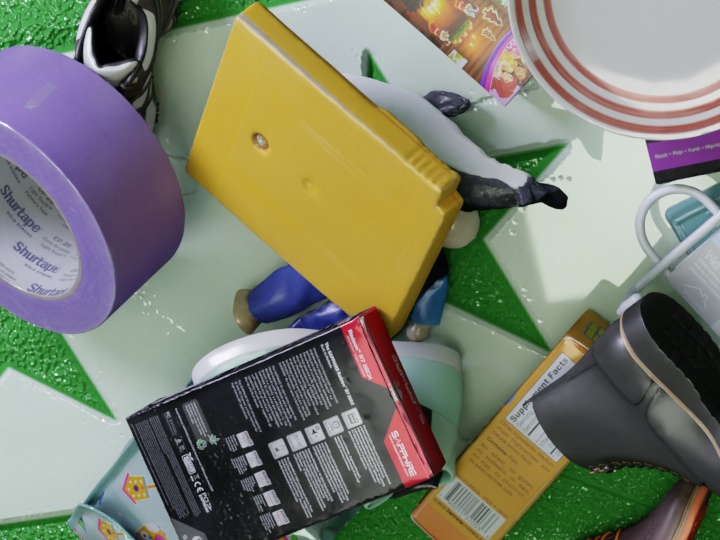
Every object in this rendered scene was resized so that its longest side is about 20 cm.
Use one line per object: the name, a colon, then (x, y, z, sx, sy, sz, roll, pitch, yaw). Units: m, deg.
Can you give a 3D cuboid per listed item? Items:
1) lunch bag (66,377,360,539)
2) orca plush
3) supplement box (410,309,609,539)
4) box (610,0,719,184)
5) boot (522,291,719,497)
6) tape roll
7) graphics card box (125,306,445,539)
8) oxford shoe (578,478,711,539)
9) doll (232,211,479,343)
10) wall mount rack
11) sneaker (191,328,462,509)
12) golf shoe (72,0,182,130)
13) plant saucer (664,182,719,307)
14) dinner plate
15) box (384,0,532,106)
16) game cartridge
lunch bag: (-0.119, 0.192, 1.829, 0.170, 0.122, 0.200, 44, 120, 2)
orca plush: (0.054, -0.071, 1.699, 0.199, 0.105, 0.071, 19, 132, 20)
supplement box: (0.124, 0.124, 1.756, 0.069, 0.067, 0.200, 42, 115, 3)
box: (0.246, -0.165, 1.610, 0.142, 0.036, 0.201, -10, 116, 15)
boot: (0.215, 0.128, 1.649, 0.138, 0.077, 0.200, -40, 80, 39)
tape roll: (-0.231, -0.058, 1.754, 0.199, 0.085, 0.201, 26, 141, 23)
graphics card box: (-0.053, 0.120, 1.697, 0.199, 0.051, 0.126, -25, 92, 19)
oxford shoe: (0.187, 0.219, 1.766, 0.072, 0.071, 0.200, 37, 116, 9)
doll: (0.000, 0.000, 1.762, 0.199, 0.048, 0.137, -28, 104, 24)
wall mount rack: (0.278, 0.013, 1.641, 0.200, 0.075, 0.174, 46, 118, -2)
sneaker: (-0.023, 0.110, 1.737, 0.199, 0.119, 0.074, 2, 149, -5)
golf shoe: (-0.187, -0.142, 1.753, 0.077, 0.095, 0.201, 20, 115, 10)
plant saucer: (0.291, 0.031, 1.696, 0.070, 0.019, 0.201, -28, 99, 25)
dinner plate: (0.196, -0.181, 1.579, 0.199, 0.024, 0.201, 5, 117, 10)
box: (0.113, -0.232, 1.652, 0.137, 0.039, 0.200, 41, 115, 0)
game cartridge: (-0.026, -0.066, 1.669, 0.200, 0.032, 0.177, 41, 143, 12)
